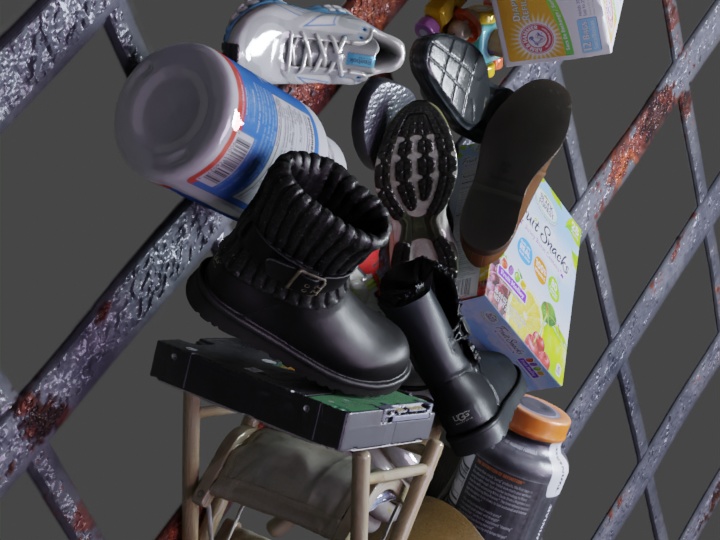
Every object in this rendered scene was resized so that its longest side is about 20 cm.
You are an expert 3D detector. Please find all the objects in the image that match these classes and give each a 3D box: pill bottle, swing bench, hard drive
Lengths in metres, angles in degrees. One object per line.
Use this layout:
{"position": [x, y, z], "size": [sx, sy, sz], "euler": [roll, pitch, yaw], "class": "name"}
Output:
{"position": [-0.095, -0.098, 1.436], "size": [0.200, 0.112, 0.112], "euler": [26, 82, -59], "class": "pill bottle"}
{"position": [0.146, 0.227, 1.851], "size": [0.106, 0.106, 0.200], "euler": [-2, 117, -57], "class": "pill bottle"}
{"position": [-0.061, 0.216, 1.553], "size": [0.130, 0.199, 0.200], "euler": [0, 105, -57], "class": "swing bench"}
{"position": [-0.056, 0.100, 1.506], "size": [0.140, 0.200, 0.038], "euler": [0, 105, -58], "class": "hard drive"}

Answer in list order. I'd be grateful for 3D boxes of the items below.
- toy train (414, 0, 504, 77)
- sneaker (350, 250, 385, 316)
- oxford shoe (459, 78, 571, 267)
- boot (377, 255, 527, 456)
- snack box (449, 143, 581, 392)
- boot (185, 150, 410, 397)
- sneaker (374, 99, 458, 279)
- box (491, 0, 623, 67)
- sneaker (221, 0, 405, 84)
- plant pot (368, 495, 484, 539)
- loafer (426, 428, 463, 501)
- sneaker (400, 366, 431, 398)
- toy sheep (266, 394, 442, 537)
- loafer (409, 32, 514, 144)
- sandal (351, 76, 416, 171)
{"position": [0.120, -0.266, 1.738], "size": [0.200, 0.056, 0.150], "euler": [36, 74, -56], "class": "toy train"}
{"position": [0.000, 0.000, 1.667], "size": [0.085, 0.077, 0.200], "euler": [-66, 151, -26], "class": "sneaker"}
{"position": [0.140, -0.093, 1.715], "size": [0.200, 0.071, 0.071], "euler": [-62, 171, -21], "class": "oxford shoe"}
{"position": [0.084, 0.061, 1.668], "size": [0.168, 0.076, 0.200], "euler": [66, 15, -10], "class": "boot"}
{"position": [0.149, -0.006, 1.808], "size": [0.169, 0.068, 0.200], "euler": [48, 41, -42], "class": "snack box"}
{"position": [-0.014, 0.007, 1.416], "size": [0.211, 0.079, 0.158], "euler": [25, 126, -26], "class": "boot"}
{"position": [0.052, -0.078, 1.674], "size": [0.089, 0.077, 0.200], "euler": [-90, 178, -54], "class": "sneaker"}
{"position": [0.187, -0.285, 1.710], "size": [0.200, 0.101, 0.113], "euler": [-68, 148, -57], "class": "box"}
{"position": [-0.034, -0.186, 1.512], "size": [0.200, 0.087, 0.075], "euler": [-16, 119, -52], "class": "sneaker"}
{"position": [0.012, 0.340, 1.769], "size": [0.200, 0.186, 0.186], "euler": [-19, 121, -37], "class": "plant pot"}
{"position": [0.096, 0.167, 1.894], "size": [0.070, 0.070, 0.200], "euler": [-6, 111, -65], "class": "loafer"}
{"position": [0.063, 0.103, 1.815], "size": [0.200, 0.075, 0.115], "euler": [-35, 144, -56], "class": "sneaker"}
{"position": [-0.009, 0.182, 1.688], "size": [0.200, 0.138, 0.138], "euler": [-33, 148, 11], "class": "toy sheep"}
{"position": [0.086, -0.166, 1.715], "size": [0.200, 0.072, 0.073], "euler": [41, 65, -56], "class": "loafer"}
{"position": [0.027, -0.120, 1.687], "size": [0.076, 0.043, 0.200], "euler": [-59, 156, -8], "class": "sandal"}
